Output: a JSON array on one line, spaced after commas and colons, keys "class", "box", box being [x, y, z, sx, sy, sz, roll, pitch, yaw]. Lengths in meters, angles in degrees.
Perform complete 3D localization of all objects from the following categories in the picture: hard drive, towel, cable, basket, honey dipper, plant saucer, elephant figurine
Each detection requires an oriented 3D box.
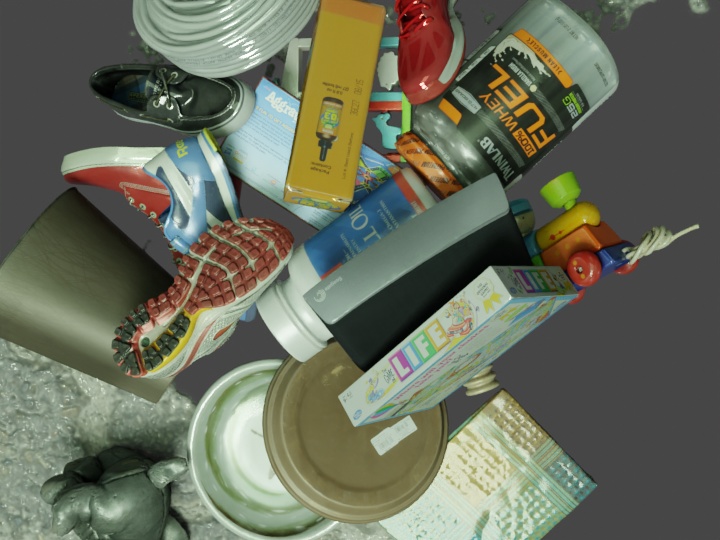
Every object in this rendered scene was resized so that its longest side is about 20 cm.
[{"class": "hard drive", "box": [0.060, 0.011, 0.807, 0.200, 0.135, 0.042, -32, 50, 1]}, {"class": "towel", "box": [0.129, 0.242, 0.950, 0.147, 0.022, 0.200, 45, 98, 3]}, {"class": "cable", "box": [-0.133, -0.285, 0.890, 0.200, 0.069, 0.200, 32, 80, 32]}, {"class": "basket", "box": [-0.265, 0.038, 0.938, 0.200, 0.136, 0.181, 33, 60, -8]}, {"class": "honey dipper", "box": [0.094, 0.030, 0.933, 0.038, 0.038, 0.201, -20, 89, 11]}, {"class": "plant saucer", "box": [-0.086, 0.192, 0.967, 0.199, 0.050, 0.201, 0, 92, 8]}, {"class": "plant saucer", "box": [0.000, 0.154, 0.913, 0.199, 0.029, 0.201, 4, 73, -15]}, {"class": "elephant figurine", "box": [-0.259, 0.305, 0.983, 0.141, 0.155, 0.201, -20, 105, -32]}]

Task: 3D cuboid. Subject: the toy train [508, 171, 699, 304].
[{"class": "toy train", "box": [0.214, -0.045, 0.849, 0.200, 0.084, 0.116, -38, 72, 45]}]

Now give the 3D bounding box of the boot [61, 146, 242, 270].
[{"class": "boot", "box": [-0.226, -0.061, 0.967, 0.199, 0.072, 0.145, 2, 96, 6]}]

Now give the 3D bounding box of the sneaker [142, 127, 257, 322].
[{"class": "sneaker", "box": [-0.155, -0.038, 0.901, 0.082, 0.074, 0.201, -19, 106, -8]}]

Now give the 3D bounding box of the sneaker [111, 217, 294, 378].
[{"class": "sneaker", "box": [-0.145, 0.026, 0.857, 0.200, 0.082, 0.078, -40, 69, 1]}]

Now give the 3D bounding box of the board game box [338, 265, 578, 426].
[{"class": "board game box", "box": [0.089, 0.068, 0.817, 0.200, 0.134, 0.034, -43, 66, 29]}]

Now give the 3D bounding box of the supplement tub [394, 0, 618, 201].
[{"class": "supplement tub", "box": [0.136, -0.154, 0.859, 0.200, 0.123, 0.123, -43, 86, 3]}]

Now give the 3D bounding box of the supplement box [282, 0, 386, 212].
[{"class": "supplement box", "box": [-0.027, -0.161, 0.873, 0.066, 0.069, 0.201, 12, 79, -10]}]

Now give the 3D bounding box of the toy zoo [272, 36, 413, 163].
[{"class": "toy zoo", "box": [-0.007, -0.178, 0.943, 0.199, 0.020, 0.132, 1, 94, 10]}]

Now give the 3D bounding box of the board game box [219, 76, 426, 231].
[{"class": "board game box", "box": [-0.042, -0.102, 0.924, 0.200, 0.019, 0.103, 33, 102, -7]}]

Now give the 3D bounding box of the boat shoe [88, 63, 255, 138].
[{"class": "boat shoe", "box": [-0.201, -0.183, 0.920, 0.199, 0.066, 0.070, 17, 88, 32]}]

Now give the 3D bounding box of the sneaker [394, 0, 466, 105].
[{"class": "sneaker", "box": [0.041, -0.260, 0.844, 0.078, 0.115, 0.201, -21, 50, 36]}]

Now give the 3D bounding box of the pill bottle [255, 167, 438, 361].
[{"class": "pill bottle", "box": [0.000, 0.000, 0.878, 0.200, 0.112, 0.112, -38, 87, 6]}]
